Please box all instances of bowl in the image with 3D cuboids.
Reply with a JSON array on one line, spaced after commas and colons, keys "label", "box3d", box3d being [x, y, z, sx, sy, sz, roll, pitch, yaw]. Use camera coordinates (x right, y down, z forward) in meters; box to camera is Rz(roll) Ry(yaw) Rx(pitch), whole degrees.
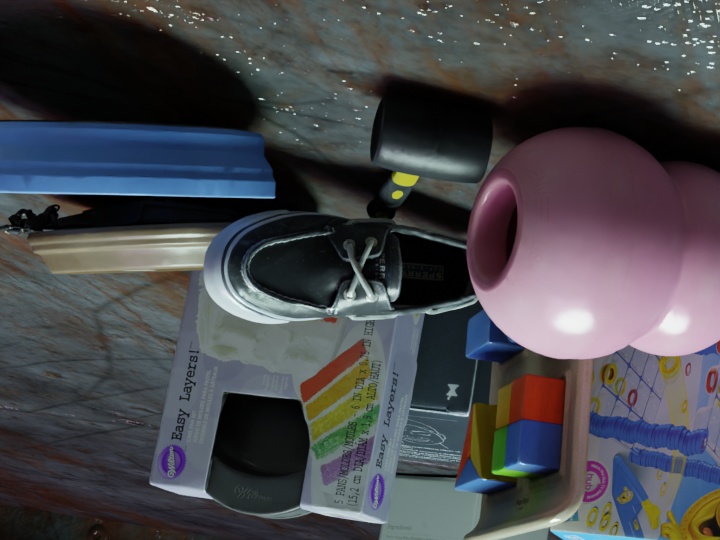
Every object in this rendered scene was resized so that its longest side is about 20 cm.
[{"label": "bowl", "box3d": [-0.148, -0.063, 0.886, 0.198, 0.040, 0.201, 1, -177, 0]}]

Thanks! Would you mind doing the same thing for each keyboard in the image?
[{"label": "keyboard", "box3d": [-0.173, -0.036, 1.057, 0.126, 0.021, 0.200, -2, 179, -27]}]

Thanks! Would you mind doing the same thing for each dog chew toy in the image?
[{"label": "dog chew toy", "box3d": [0.160, -0.008, 0.848, 0.198, 0.126, 0.124, 9, 166, -21]}]

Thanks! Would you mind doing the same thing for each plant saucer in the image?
[{"label": "plant saucer", "box3d": [-0.124, -0.014, 1.046, 0.198, 0.030, 0.200, -2, 180, 0]}]

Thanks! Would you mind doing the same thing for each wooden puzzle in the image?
[{"label": "wooden puzzle", "box3d": [0.101, 0.068, 0.980, 0.046, 0.202, 0.185, 13, 164, -9]}]

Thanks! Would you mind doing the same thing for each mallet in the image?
[{"label": "mallet", "box3d": [0.037, -0.056, 0.915, 0.065, 0.042, 0.200, 8, 169, 1]}]

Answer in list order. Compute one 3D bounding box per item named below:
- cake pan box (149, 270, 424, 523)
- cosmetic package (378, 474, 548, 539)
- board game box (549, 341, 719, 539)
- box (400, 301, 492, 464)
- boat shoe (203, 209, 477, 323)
[{"label": "cake pan box", "box3d": [-0.053, 0.081, 1.131, 0.183, 0.202, 0.052, 4, 166, 29]}, {"label": "cosmetic package", "box3d": [0.130, 0.388, 2.047, 0.164, 0.202, 0.164, -3, 159, 44]}, {"label": "board game box", "box3d": [0.224, 0.072, 0.920, 0.194, 0.202, 0.056, -2, 158, 36]}, {"label": "box", "box3d": [0.053, 0.082, 1.229, 0.147, 0.108, 0.200, 5, 164, 22]}, {"label": "boat shoe", "box3d": [0.000, 0.000, 0.970, 0.198, 0.073, 0.068, 5, 175, -33]}]
